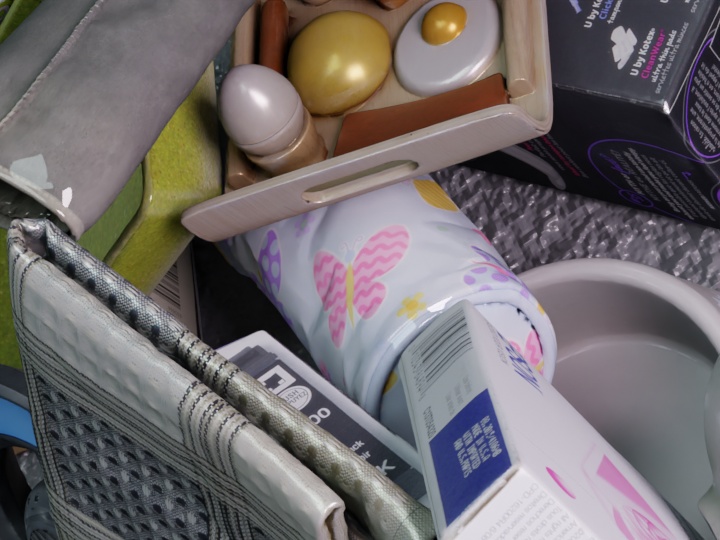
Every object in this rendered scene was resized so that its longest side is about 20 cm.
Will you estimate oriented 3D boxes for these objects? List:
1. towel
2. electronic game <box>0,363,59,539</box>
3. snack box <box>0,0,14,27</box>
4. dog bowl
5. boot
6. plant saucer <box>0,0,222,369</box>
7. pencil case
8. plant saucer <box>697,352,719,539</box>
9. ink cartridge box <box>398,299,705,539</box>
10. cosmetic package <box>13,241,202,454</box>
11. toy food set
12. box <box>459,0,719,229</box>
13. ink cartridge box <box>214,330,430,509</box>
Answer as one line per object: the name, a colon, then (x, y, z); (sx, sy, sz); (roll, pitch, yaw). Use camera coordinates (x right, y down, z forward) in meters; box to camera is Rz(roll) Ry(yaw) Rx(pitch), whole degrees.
towel: (-0.049, 0.098, 0.845); (0.200, 0.193, 0.035); (34, 56, 27)
electronic game: (-0.110, 0.120, 1.013); (0.199, 0.201, 0.042); (22, 53, 37)
snack box: (-0.259, -0.062, 1.166); (0.200, 0.142, 0.053); (-36, 71, -22)
dog bowl: (0.091, 0.086, 0.979); (0.199, 0.059, 0.201); (-14, 61, 27)
boot: (-0.057, -0.095, 0.888); (0.181, 0.073, 0.200); (6, 46, 46)
plant saucer: (-0.111, -0.060, 1.046); (0.200, 0.048, 0.201); (-49, 41, 50)
pencil case: (0.000, 0.000, 0.983); (0.091, 0.083, 0.200); (-59, 37, 13)
plant saucer: (0.163, 0.113, 0.827); (0.050, 0.200, 0.201); (-30, 55, 4)
ink cartridge box: (0.098, 0.110, 0.798); (0.043, 0.200, 0.196); (-45, 12, 7)
cosmetic package: (-0.178, 0.031, 1.166); (0.199, 0.071, 0.106); (-21, 58, 23)
toy food set: (-0.003, -0.111, 0.957); (0.143, 0.060, 0.201); (-18, 49, 22)
box: (0.088, -0.103, 1.026); (0.199, 0.122, 0.106); (15, 74, 36)
ink cartridge box: (-0.003, 0.124, 0.928); (0.043, 0.199, 0.200); (-31, 35, -19)
